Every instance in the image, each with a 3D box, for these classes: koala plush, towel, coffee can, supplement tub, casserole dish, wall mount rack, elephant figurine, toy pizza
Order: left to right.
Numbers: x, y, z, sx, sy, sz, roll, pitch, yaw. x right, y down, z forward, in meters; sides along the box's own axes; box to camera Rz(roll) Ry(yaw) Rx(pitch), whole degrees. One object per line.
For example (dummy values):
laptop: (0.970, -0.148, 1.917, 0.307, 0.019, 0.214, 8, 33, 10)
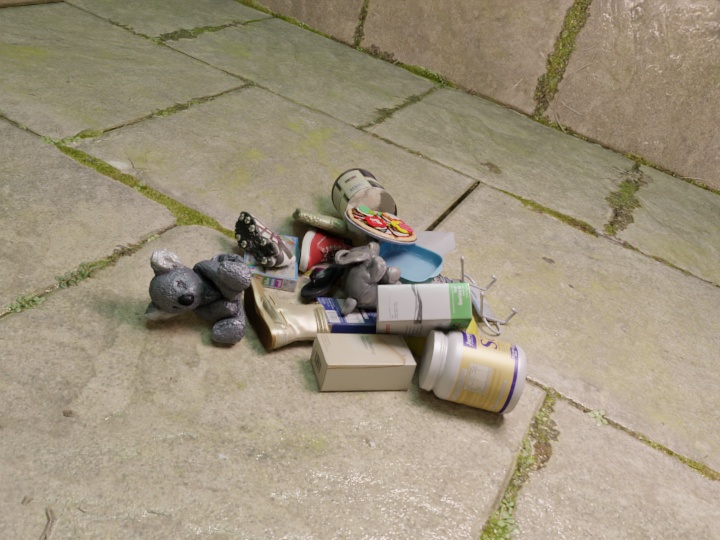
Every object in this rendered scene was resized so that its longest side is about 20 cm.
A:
koala plush: (-0.344, 0.041, 1.476, 0.196, 0.181, 0.184, 0, 22, -24)
towel: (-0.109, -0.134, 1.906, 0.146, 0.037, 0.200, 16, 4, -9)
elephant figurine: (0.000, 0.000, 1.678, 0.153, 0.143, 0.200, 11, 23, -39)
coffee can: (0.007, -0.184, 1.975, 0.143, 0.149, 0.200, 6, 21, -16)
toy pizza: (0.056, -0.119, 1.790, 0.197, 0.032, 0.201, 18, 20, -7)
casserole dish: (0.113, -0.015, 1.751, 0.198, 0.039, 0.121, 23, 49, 33)
supplement tub: (0.231, 0.207, 1.494, 0.196, 0.148, 0.146, 14, 30, -4)
wall mount rack: (0.303, 0.055, 1.785, 0.172, 0.075, 0.202, 21, 34, -43)

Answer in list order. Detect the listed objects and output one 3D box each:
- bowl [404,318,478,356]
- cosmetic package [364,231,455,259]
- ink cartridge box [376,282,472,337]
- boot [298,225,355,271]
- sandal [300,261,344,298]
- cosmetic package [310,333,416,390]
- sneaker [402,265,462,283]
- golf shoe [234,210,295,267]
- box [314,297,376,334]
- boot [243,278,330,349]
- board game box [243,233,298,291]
bowl: (0.192, 0.113, 1.664, 0.196, 0.109, 0.201, 13, 30, -7)
cosmetic package: (0.130, -0.061, 1.892, 0.197, 0.053, 0.150, 3, 23, 34)
ink cartridge box: (0.130, 0.087, 1.527, 0.195, 0.146, 0.086, -1, 71, 0)
boot: (-0.080, -0.044, 1.823, 0.142, 0.073, 0.201, 18, 27, -1)
sandal: (-0.086, 0.007, 1.727, 0.074, 0.049, 0.200, -3, 25, 32)
cosmetic package: (0.004, 0.190, 1.485, 0.196, 0.074, 0.104, 1, 33, -22)
sneaker: (0.184, 0.031, 1.815, 0.196, 0.083, 0.075, 2, 33, -23)
golf shoe: (-0.237, -0.069, 1.733, 0.087, 0.078, 0.200, 12, 27, -48)
box: (0.002, 0.105, 1.642, 0.196, 0.033, 0.122, 2, 27, -18)
boot: (-0.163, 0.086, 1.567, 0.153, 0.074, 0.201, -4, 38, -30)
board game box: (-0.221, -0.028, 1.761, 0.132, 0.035, 0.201, 11, 32, -10)
